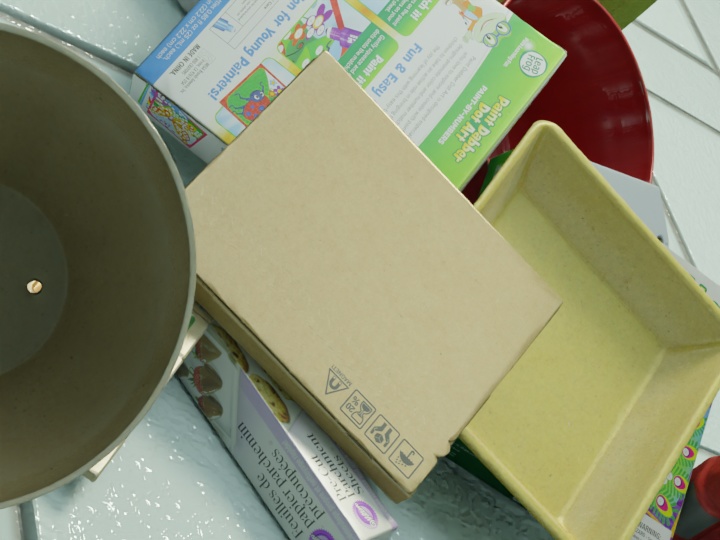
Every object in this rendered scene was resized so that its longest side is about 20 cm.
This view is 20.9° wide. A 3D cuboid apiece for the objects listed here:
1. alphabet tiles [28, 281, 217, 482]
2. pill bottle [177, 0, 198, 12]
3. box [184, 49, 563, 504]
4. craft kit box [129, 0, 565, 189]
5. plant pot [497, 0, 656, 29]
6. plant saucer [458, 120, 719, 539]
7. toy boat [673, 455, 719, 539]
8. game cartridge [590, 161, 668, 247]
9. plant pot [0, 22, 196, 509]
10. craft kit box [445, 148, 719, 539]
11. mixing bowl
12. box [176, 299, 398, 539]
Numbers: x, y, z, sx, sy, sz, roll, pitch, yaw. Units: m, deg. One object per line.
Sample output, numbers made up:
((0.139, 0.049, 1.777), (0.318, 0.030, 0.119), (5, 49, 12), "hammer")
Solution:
((-0.173, -0.007, 0.975), (0.200, 0.008, 0.167), (39, 39, -5), "alphabet tiles")
((-0.055, -0.244, 1.380), (0.113, 0.113, 0.200), (45, 27, -3), "pill bottle")
((0.000, 0.000, 1.062), (0.200, 0.021, 0.164), (46, 57, -6), "box")
((-0.006, -0.120, 1.206), (0.197, 0.049, 0.200), (37, 65, 5), "craft kit box")
((0.145, -0.233, 1.494), (0.187, 0.199, 0.188), (53, 25, -39), "plant pot")
((0.113, 0.047, 1.160), (0.200, 0.048, 0.200), (47, 57, -14), "plant saucer")
((0.257, 0.220, 1.229), (0.131, 0.131, 0.200), (-36, 81, -32), "toy boat")
((0.163, 0.031, 1.317), (0.133, 0.040, 0.201), (14, 72, -41), "game cartridge")
((-0.174, 0.000, 0.846), (0.200, 0.200, 0.134), (44, -7, -4), "plant pot")
((0.136, 0.056, 1.229), (0.200, 0.048, 0.198), (33, 59, -23), "craft kit box")
((0.108, -0.098, 1.385), (0.200, 0.108, 0.201), (8, 79, -46), "mixing bowl")
((-0.057, 0.071, 1.044), (0.200, 0.039, 0.041), (54, 31, 15), "box")
